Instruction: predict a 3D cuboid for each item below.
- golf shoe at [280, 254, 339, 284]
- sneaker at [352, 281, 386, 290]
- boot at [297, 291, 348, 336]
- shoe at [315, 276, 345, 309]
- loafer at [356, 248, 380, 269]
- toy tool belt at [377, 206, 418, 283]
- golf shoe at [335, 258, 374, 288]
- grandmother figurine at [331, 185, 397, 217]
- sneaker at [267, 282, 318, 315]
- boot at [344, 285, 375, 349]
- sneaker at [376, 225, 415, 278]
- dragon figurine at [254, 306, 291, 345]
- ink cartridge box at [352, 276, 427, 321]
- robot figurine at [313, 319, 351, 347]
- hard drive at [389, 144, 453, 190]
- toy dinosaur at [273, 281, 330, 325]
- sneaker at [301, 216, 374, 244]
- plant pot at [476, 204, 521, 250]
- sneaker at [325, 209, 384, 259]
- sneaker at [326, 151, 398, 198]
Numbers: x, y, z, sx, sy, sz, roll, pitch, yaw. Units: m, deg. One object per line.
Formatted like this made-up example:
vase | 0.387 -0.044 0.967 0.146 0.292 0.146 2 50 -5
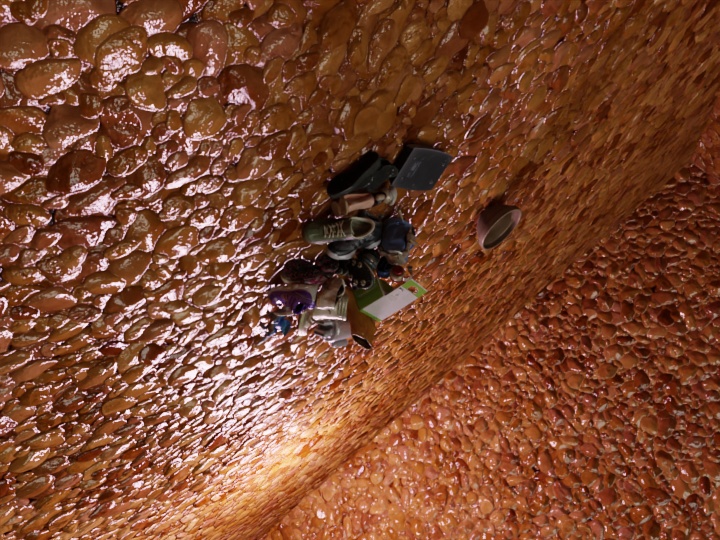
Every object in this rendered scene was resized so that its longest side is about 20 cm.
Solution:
golf shoe | -0.149 0.017 1.535 0.198 0.073 0.093 -10 142 -44
sneaker | 0.046 0.071 1.843 0.120 0.084 0.202 -36 147 -16
boot | -0.119 0.141 1.683 0.151 0.073 0.202 6 134 -9
shoe | -0.072 0.068 1.510 0.200 0.052 0.072 -46 140 -69
loafer | 0.031 -0.045 1.647 0.063 0.071 0.200 -56 177 -2
toy tool belt | 0.111 -0.079 1.592 0.122 0.203 0.124 2 146 1
golf shoe | 0.000 0.000 1.565 0.087 0.199 0.079 9 103 -33
grandmother figurine | 0.024 -0.192 1.445 0.197 0.120 0.062 -20 105 -35
sneaker | -0.193 0.083 1.488 0.079 0.085 0.198 6 170 -40
boot | -0.020 0.153 1.734 0.070 0.145 0.201 -32 118 29
sneaker | 0.112 -0.067 1.715 0.201 0.069 0.079 -52 151 -28
dragon figurine | -0.250 0.164 1.627 0.098 0.059 0.202 2 124 -42
ink cartridge box | 0.098 0.071 1.716 0.198 0.077 0.147 -33 149 16
robot figurine | -0.069 0.178 1.819 0.198 0.112 0.174 -9 107 -45
hard drive | 0.168 -0.293 1.512 0.198 0.042 0.136 -4 136 -48
toy dinosaur | -0.154 0.109 1.584 0.198 0.102 0.058 -32 180 -12
sneaker | -0.051 -0.113 1.411 0.196 0.069 0.090 -5 176 -25
plant pot | 0.512 -0.184 2.041 0.199 0.093 0.202 -30 152 -18
sneaker | -0.013 -0.108 1.528 0.198 0.076 0.115 -22 143 -36
sneaker | 0.007 -0.231 1.383 0.199 0.060 0.105 -40 149 -7
